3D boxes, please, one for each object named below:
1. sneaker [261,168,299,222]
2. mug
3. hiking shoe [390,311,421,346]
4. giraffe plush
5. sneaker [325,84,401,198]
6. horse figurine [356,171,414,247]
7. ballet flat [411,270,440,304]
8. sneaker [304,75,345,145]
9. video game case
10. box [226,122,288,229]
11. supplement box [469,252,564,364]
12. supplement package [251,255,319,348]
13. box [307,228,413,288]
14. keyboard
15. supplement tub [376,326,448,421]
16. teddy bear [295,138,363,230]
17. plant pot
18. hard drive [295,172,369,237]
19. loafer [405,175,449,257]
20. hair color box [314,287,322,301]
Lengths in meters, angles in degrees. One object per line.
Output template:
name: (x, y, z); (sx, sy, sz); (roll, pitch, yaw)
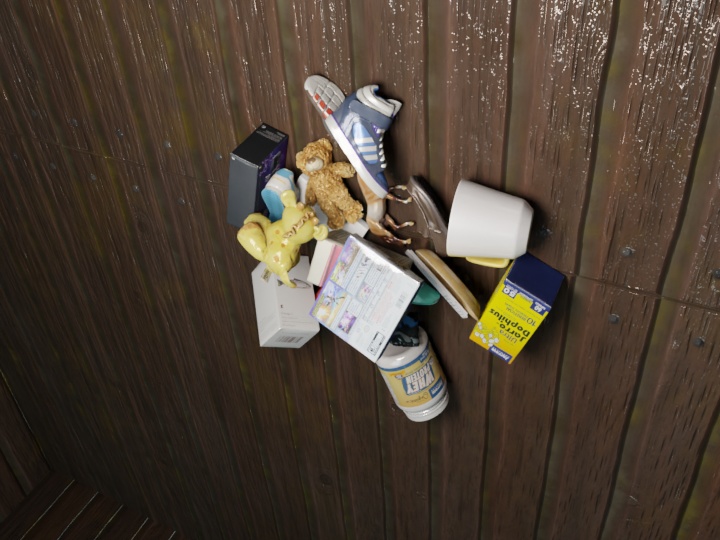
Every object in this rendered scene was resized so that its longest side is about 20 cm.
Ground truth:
sneaker: (-0.172, -0.150, 1.665); (0.075, 0.082, 0.201); (24, 154, 13)
mug: (0.262, -0.089, 1.427); (0.149, 0.186, 0.154); (11, 90, 15)
hiking shoe: (0.053, 0.117, 1.632); (0.197, 0.089, 0.073); (17, 164, -37)
giraffe plush: (-0.155, -0.084, 1.544); (0.171, 0.202, 0.163); (31, 113, -28)
sneaker: (0.038, -0.263, 1.422); (0.145, 0.081, 0.202); (-35, 102, 8)
horse figurine: (0.054, -0.131, 1.576); (0.129, 0.050, 0.204); (11, 130, 26)
ballet flat: (0.090, 0.029, 1.671); (0.195, 0.067, 0.072); (10, 125, 27)
sneaker: (-0.055, -0.306, 1.492); (0.201, 0.077, 0.081); (50, 142, -10)
video game case: (0.011, 0.057, 1.514); (0.179, 0.045, 0.203); (33, 109, 11)
box: (-0.237, -0.207, 1.647); (0.077, 0.142, 0.203); (26, 136, 12)
supplement box: (0.326, 0.078, 1.516); (0.107, 0.110, 0.202); (30, 137, 8)
supplement package: (-0.188, 0.075, 1.788); (0.114, 0.205, 0.117); (5, 151, -33)
box: (0.000, 0.000, 1.603); (0.196, 0.127, 0.112); (23, 108, 16)
keyboard: (0.170, 0.031, 1.620); (0.201, 0.011, 0.056); (49, 170, 2)
supplement tub: (0.128, 0.252, 1.769); (0.142, 0.145, 0.203); (-6, 121, 37)
teddy bear: (-0.071, -0.183, 1.586); (0.142, 0.067, 0.205); (2, 116, 32)
plant pot: (0.193, 0.024, 1.546); (0.200, 0.027, 0.200); (48, 180, 0)
hard drive: (-0.082, -0.121, 1.695); (0.199, 0.027, 0.133); (39, 137, 2)
loafer: (0.144, -0.103, 1.504); (0.070, 0.073, 0.202); (-27, 109, 18)
hair color box: (-0.037, 0.094, 1.733); (0.111, 0.064, 0.199); (44, 170, -17)
